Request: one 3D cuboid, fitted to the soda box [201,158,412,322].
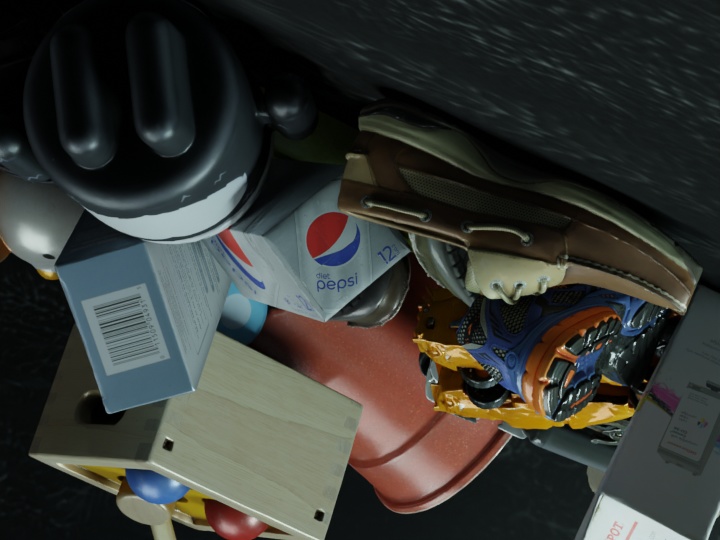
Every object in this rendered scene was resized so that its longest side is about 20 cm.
[{"bbox_3d":[-0.040,-0.021,1.396,0.064,0.068,0.200,53,170,-13],"label":"soda box"}]

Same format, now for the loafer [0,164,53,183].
[{"bbox_3d":[-0.178,-0.098,1.506,0.199,0.073,0.063,0,168,35],"label":"loafer"}]

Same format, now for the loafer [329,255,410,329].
[{"bbox_3d":[0.000,0.000,1.529,0.070,0.074,0.200,19,-179,-17],"label":"loafer"}]

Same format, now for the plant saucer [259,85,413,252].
[{"bbox_3d":[-0.010,-0.058,1.509,0.199,0.031,0.200,29,173,4],"label":"plant saucer"}]

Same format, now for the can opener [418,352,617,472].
[{"bbox_3d":[0.134,0.093,1.613,0.199,0.054,0.067,22,-167,-11],"label":"can opener"}]

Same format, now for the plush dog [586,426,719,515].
[{"bbox_3d":[0.267,0.148,1.824,0.170,0.162,0.200,0,-174,-17],"label":"plush dog"}]

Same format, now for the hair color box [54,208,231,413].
[{"bbox_3d":[-0.132,0.002,1.474,0.060,0.100,0.200,-15,-163,9],"label":"hair color box"}]

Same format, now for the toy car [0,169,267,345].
[{"bbox_3d":[-0.190,-0.031,1.635,0.199,0.179,0.184,-2,-169,-31],"label":"toy car"}]

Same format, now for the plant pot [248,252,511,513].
[{"bbox_3d":[0.006,0.042,1.726,0.195,0.202,0.200,36,172,-23],"label":"plant pot"}]

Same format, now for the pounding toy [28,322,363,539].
[{"bbox_3d":[-0.122,0.135,1.638,0.183,0.143,0.199,29,161,-34],"label":"pounding toy"}]

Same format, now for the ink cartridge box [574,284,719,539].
[{"bbox_3d":[0.173,0.123,1.345,0.067,0.201,0.117,26,147,8],"label":"ink cartridge box"}]

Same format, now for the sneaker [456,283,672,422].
[{"bbox_3d":[0.120,0.024,1.311,0.078,0.076,0.200,28,-162,22],"label":"sneaker"}]

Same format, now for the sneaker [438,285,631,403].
[{"bbox_3d":[0.146,0.038,1.619,0.199,0.078,0.082,20,170,-15],"label":"sneaker"}]

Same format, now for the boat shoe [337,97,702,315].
[{"bbox_3d":[0.079,-0.019,1.237,0.199,0.074,0.076,26,176,11],"label":"boat shoe"}]

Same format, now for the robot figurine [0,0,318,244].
[{"bbox_3d":[-0.114,-0.081,1.303,0.150,0.125,0.200,31,176,11],"label":"robot figurine"}]

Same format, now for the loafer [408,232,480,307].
[{"bbox_3d":[0.062,-0.015,1.376,0.069,0.076,0.200,19,173,23],"label":"loafer"}]

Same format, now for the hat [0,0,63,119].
[{"bbox_3d":[-0.226,-0.138,1.462,0.200,0.200,0.082,20,132,56],"label":"hat"}]

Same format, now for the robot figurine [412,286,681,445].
[{"bbox_3d":[0.139,0.058,1.502,0.198,0.059,0.145,3,149,13],"label":"robot figurine"}]
